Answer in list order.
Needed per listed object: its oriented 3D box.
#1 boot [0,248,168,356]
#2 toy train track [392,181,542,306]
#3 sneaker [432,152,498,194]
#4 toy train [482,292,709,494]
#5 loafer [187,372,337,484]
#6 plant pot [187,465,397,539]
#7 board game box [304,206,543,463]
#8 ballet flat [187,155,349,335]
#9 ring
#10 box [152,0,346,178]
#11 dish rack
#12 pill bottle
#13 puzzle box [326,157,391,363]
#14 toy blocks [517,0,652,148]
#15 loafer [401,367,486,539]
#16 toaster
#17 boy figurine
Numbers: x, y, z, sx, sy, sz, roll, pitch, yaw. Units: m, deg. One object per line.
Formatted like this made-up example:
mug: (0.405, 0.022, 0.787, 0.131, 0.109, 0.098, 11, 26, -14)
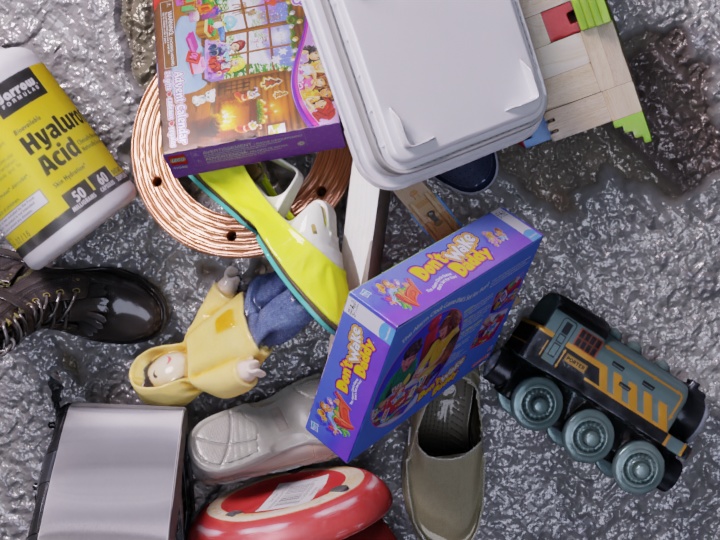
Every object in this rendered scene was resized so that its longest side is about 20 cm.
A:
boot: (-0.268, 0.039, 0.949, 0.198, 0.174, 0.070, 12, 102, -1)
toy train track: (0.076, -0.029, 0.960, 0.114, 0.033, 0.200, -36, 134, 9)
sneaker: (0.047, -0.141, 0.936, 0.070, 0.109, 0.201, -34, 99, 6)
toy train: (0.206, 0.108, 1.003, 0.199, 0.085, 0.114, 32, 91, -5)
loafer: (-0.054, 0.140, 1.019, 0.199, 0.063, 0.072, -13, 60, -16)
plant pot: (-0.050, 0.274, 0.985, 0.199, 0.200, 0.184, -13, 94, 4)
board game box: (0.051, 0.045, 0.890, 0.045, 0.200, 0.135, 36, 128, 22)
ballet flat: (-0.058, -0.040, 0.886, 0.067, 0.067, 0.200, -45, 63, 5)
ring: (-0.095, -0.108, 0.962, 0.199, 0.019, 0.202, -2, 79, 11)
box: (-0.091, -0.178, 0.912, 0.136, 0.039, 0.201, -10, 64, 3)
dish rack: (0.053, -0.175, 0.855, 0.171, 0.043, 0.201, -22, 98, -20)
pill bottle: (-0.284, -0.110, 0.950, 0.111, 0.111, 0.200, -36, 99, 8)
puzzle box: (0.000, 0.000, 0.955, 0.025, 0.133, 0.202, 9, 101, 4)
toy blocks: (0.140, -0.180, 0.944, 0.136, 0.100, 0.201, -19, 100, 17)
loafer: (0.072, 0.162, 1.020, 0.075, 0.068, 0.202, -2, 102, 2)
toaster: (-0.204, 0.217, 0.959, 0.118, 0.181, 0.201, 0, 126, -3)
boy figurine: (-0.113, 0.052, 0.986, 0.199, 0.125, 0.064, -33, 136, 22)
